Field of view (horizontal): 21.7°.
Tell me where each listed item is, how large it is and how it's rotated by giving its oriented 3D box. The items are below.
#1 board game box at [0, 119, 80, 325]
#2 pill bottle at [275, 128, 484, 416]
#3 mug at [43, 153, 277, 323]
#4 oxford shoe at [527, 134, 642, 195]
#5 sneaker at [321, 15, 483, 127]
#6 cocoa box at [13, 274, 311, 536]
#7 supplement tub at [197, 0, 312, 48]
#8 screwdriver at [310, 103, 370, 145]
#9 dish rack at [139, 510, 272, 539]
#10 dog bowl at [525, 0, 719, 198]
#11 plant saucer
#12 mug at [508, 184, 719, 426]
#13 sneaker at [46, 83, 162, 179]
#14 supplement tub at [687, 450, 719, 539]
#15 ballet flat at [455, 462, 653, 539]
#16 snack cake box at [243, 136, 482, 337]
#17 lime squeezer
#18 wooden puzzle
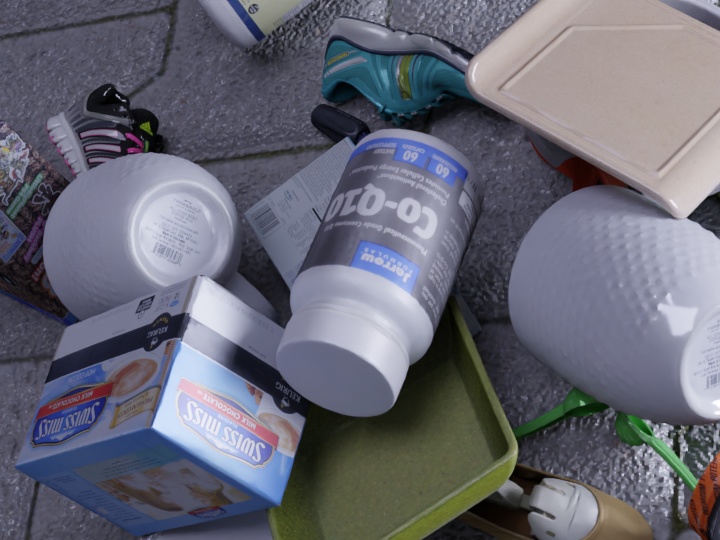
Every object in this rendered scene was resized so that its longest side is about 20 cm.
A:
[{"bbox_3d":[-0.330,-0.058,1.656,0.158,0.200,0.097,21,73,38],"label":"board game box"},{"bbox_3d":[0.014,0.002,1.414,0.113,0.114,0.201,3,52,27],"label":"pill bottle"},{"bbox_3d":[-0.152,-0.008,1.547,0.148,0.199,0.175,-56,16,-15],"label":"mug"},{"bbox_3d":[0.186,-0.117,1.538,0.072,0.072,0.201,-17,52,-15],"label":"oxford shoe"},{"bbox_3d":[0.048,-0.162,1.628,0.199,0.077,0.081,17,89,38],"label":"sneaker"},{"bbox_3d":[-0.149,0.110,1.447,0.199,0.133,0.132,-19,45,47],"label":"cocoa box"},{"bbox_3d":[-0.073,-0.315,1.713,0.199,0.145,0.145,-37,54,3],"label":"supplement tub"},{"bbox_3d":[0.028,-0.100,1.612,0.199,0.029,0.028,30,79,40],"label":"screwdriver"},{"bbox_3d":[-0.085,0.211,1.491,0.199,0.044,0.173,22,74,34],"label":"dish rack"},{"bbox_3d":[0.227,-0.145,1.477,0.197,0.059,0.202,0,50,0],"label":"dog bowl"},{"bbox_3d":[0.021,0.139,1.398,0.199,0.048,0.201,-34,35,10],"label":"plant saucer"},{"bbox_3d":[0.234,0.032,1.360,0.175,0.198,0.149,34,121,56],"label":"mug"},{"bbox_3d":[-0.213,-0.103,1.707,0.087,0.074,0.200,-44,49,5],"label":"sneaker"},{"bbox_3d":[0.321,0.196,1.252,0.123,0.123,0.200,-46,54,-4],"label":"supplement tub"},{"bbox_3d":[0.120,0.175,1.397,0.198,0.063,0.069,13,68,31],"label":"ballet flat"},{"bbox_3d":[0.000,0.000,1.551,0.114,0.067,0.201,-35,54,2],"label":"snack cake box"},{"bbox_3d":[0.185,0.124,1.410,0.198,0.038,0.071,15,71,31],"label":"lime squeezer"},{"bbox_3d":[0.203,-0.136,1.408,0.199,0.037,0.185,35,54,20],"label":"wooden puzzle"}]
